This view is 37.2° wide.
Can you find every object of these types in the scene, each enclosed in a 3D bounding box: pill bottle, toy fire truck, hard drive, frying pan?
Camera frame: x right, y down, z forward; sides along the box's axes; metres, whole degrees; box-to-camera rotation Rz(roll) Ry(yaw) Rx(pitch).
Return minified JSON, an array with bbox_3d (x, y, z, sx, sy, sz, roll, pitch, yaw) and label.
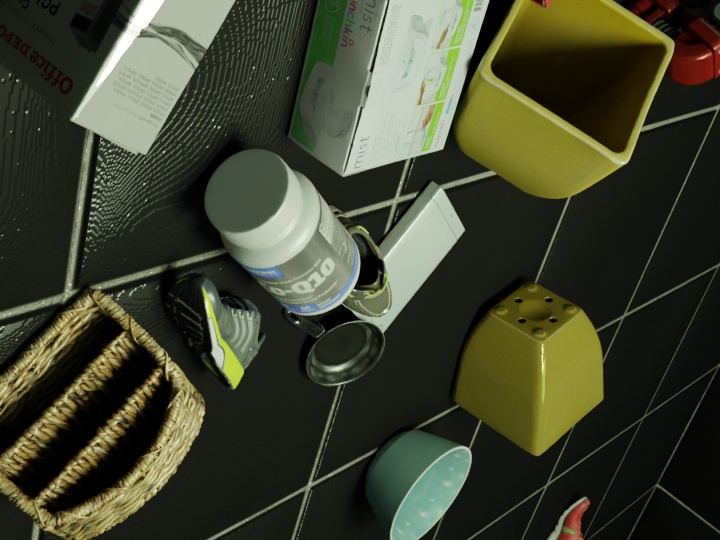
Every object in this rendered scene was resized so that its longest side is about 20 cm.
[{"bbox_3d":[-0.081,-0.039,1.137,0.114,0.113,0.200,-50,150,-6],"label":"pill bottle"},{"bbox_3d":[0.419,-0.334,1.513,0.199,0.177,0.129,-37,150,0],"label":"toy fire truck"},{"bbox_3d":[0.059,-0.010,1.456,0.201,0.027,0.132,-50,150,-6],"label":"hard drive"},{"bbox_3d":[-0.051,0.100,1.406,0.188,0.031,0.116,13,120,-37],"label":"frying pan"}]

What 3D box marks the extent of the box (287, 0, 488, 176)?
[{"bbox_3d":[0.032,-0.220,1.132,0.175,0.096,0.202,-20,136,-44],"label":"box"}]

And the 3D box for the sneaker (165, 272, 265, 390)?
[{"bbox_3d":[-0.155,0.053,1.182,0.081,0.073,0.201,-50,158,-20],"label":"sneaker"}]

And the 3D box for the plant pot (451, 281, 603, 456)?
[{"bbox_3d":[0.286,0.142,1.785,0.193,0.194,0.202,-32,137,-33],"label":"plant pot"}]

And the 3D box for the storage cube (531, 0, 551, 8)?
[{"bbox_3d":[0.156,-0.406,1.045,0.181,0.170,0.200,-51,150,-5],"label":"storage cube"}]

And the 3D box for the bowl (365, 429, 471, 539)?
[{"bbox_3d":[0.082,0.345,1.775,0.200,0.105,0.203,-36,146,-28],"label":"bowl"}]

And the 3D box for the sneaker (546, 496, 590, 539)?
[{"bbox_3d":[0.568,0.693,2.851,0.077,0.085,0.202,-1,122,-55],"label":"sneaker"}]

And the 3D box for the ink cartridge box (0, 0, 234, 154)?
[{"bbox_3d":[-0.176,-0.212,0.790,0.202,0.146,0.083,-58,149,6],"label":"ink cartridge box"}]

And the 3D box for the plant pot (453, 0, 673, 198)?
[{"bbox_3d":[0.219,-0.204,1.282,0.197,0.193,0.200,-61,-175,-26],"label":"plant pot"}]

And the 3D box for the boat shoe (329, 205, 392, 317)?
[{"bbox_3d":[-0.002,0.002,1.322,0.072,0.060,0.202,-47,141,-13],"label":"boat shoe"}]

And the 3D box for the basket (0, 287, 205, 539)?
[{"bbox_3d":[-0.263,0.151,1.042,0.200,0.142,0.150,-45,150,-15],"label":"basket"}]
